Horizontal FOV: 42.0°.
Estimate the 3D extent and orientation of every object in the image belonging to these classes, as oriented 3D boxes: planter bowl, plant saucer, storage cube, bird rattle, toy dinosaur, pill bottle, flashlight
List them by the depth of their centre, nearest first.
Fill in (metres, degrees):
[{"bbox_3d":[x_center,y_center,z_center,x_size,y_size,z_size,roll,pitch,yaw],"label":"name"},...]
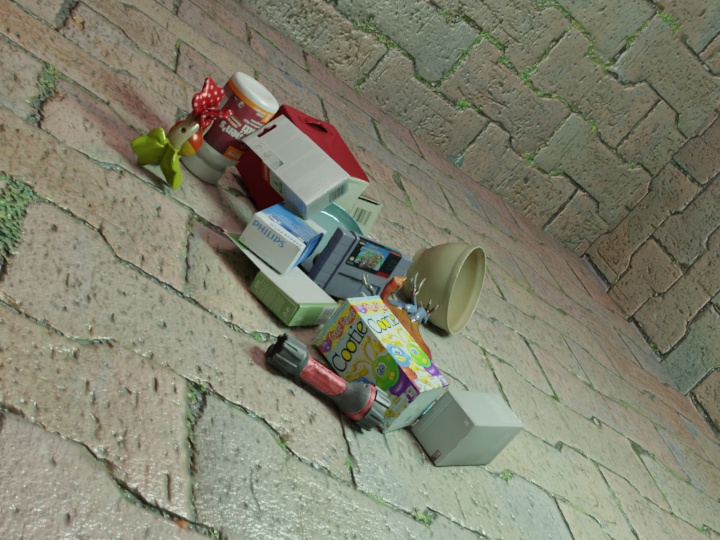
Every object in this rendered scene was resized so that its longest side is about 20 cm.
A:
[{"bbox_3d":[-0.047,0.167,1.428,0.199,0.068,0.068,37,13,-19],"label":"flashlight"},{"bbox_3d":[-0.315,-0.250,1.677,0.112,0.201,0.163,38,-6,-7],"label":"bird rattle"},{"bbox_3d":[0.087,0.077,1.693,0.202,0.104,0.181,65,16,12],"label":"toy dinosaur"},{"bbox_3d":[-0.256,-0.273,1.812,0.109,0.201,0.110,36,17,-13],"label":"pill bottle"},{"bbox_3d":[-0.064,-0.047,1.851,0.198,0.027,0.203,22,54,-33],"label":"plant saucer"},{"bbox_3d":[-0.121,-0.198,1.938,0.170,0.200,0.181,15,35,-49],"label":"storage cube"},{"bbox_3d":[0.181,0.026,2.094,0.133,0.203,0.199,18,7,26],"label":"planter bowl"}]

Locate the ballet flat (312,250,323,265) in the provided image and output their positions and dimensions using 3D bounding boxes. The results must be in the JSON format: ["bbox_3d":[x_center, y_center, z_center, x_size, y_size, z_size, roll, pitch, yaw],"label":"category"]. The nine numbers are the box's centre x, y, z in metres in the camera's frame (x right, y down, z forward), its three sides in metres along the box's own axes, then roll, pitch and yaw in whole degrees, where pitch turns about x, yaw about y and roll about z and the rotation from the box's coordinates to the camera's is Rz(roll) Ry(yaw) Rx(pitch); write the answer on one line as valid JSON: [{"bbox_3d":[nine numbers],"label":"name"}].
[{"bbox_3d":[-0.012,-0.011,1.821,0.198,0.068,0.047,3,40,-38],"label":"ballet flat"}]

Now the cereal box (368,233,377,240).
[{"bbox_3d":[0.008,-0.038,2.082,0.144,0.040,0.199,46,17,20],"label":"cereal box"}]

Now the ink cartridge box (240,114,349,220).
[{"bbox_3d":[-0.124,-0.196,1.758,0.200,0.108,0.051,44,-26,23],"label":"ink cartridge box"}]

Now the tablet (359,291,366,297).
[{"bbox_3d":[0.063,0.129,1.722,0.131,0.014,0.200,60,-5,-37],"label":"tablet"}]

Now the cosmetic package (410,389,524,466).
[{"bbox_3d":[0.188,0.272,1.616,0.199,0.107,0.091,20,27,-53],"label":"cosmetic package"}]

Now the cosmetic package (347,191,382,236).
[{"bbox_3d":[-0.057,-0.162,2.083,0.103,0.088,0.199,13,18,-48],"label":"cosmetic package"}]

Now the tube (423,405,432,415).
[{"bbox_3d":[0.069,0.183,1.667,0.201,0.050,0.077,54,22,-3],"label":"tube"}]

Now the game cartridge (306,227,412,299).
[{"bbox_3d":[0.000,0.000,1.777,0.199,0.130,0.039,20,24,-44],"label":"game cartridge"}]

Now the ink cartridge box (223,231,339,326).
[{"bbox_3d":[-0.144,0.015,1.623,0.199,0.048,0.145,41,15,21],"label":"ink cartridge box"}]

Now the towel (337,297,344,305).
[{"bbox_3d":[-0.018,0.105,1.730,0.086,0.018,0.200,36,18,-6],"label":"towel"}]

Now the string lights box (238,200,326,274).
[{"bbox_3d":[-0.135,-0.063,1.674,0.102,0.059,0.200,37,15,3],"label":"string lights box"}]

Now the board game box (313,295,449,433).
[{"bbox_3d":[0.034,0.151,1.552,0.201,0.103,0.104,50,26,22],"label":"board game box"}]
